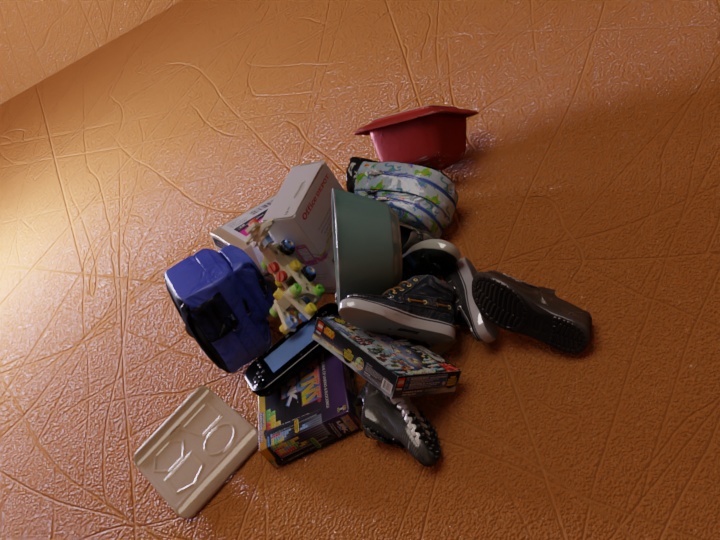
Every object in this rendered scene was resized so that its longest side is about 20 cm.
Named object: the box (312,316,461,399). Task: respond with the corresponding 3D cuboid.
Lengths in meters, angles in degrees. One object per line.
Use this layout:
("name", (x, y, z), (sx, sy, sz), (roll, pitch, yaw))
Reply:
("box", (0.038, 0.127, 1.413), (0.199, 0.136, 0.040), (32, 112, 43))

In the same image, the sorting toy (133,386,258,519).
("sorting toy", (-0.279, 0.310, 1.593), (0.185, 0.037, 0.199), (-46, 42, -14))

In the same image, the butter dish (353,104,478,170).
("butter dish", (0.118, -0.231, 1.789), (0.197, 0.150, 0.199), (-10, 1, 32))

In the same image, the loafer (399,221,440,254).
("loafer", (0.070, -0.050, 1.604), (0.198, 0.063, 0.073), (28, 95, 13))

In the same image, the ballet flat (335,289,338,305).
("ballet flat", (0.000, 0.000, 1.673), (0.071, 0.072, 0.204), (3, 78, 40))

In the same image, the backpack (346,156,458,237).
("backpack", (0.083, -0.128, 1.698), (0.197, 0.164, 0.156), (-4, 53, 26))

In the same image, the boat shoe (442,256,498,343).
("boat shoe", (0.167, 0.055, 1.487), (0.066, 0.070, 0.201), (-33, 35, 16))

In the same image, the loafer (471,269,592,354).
("loafer", (0.256, 0.057, 1.383), (0.198, 0.074, 0.071), (30, 36, 22))

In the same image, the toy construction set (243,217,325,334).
("toy construction set", (-0.136, 0.004, 1.599), (0.092, 0.202, 0.131), (-29, -3, 31))

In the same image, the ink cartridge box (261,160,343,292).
("ink cartridge box", (-0.076, -0.079, 1.715), (0.084, 0.201, 0.146), (-3, 46, 36))

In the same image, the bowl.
("bowl", (0.010, -0.032, 1.485), (0.103, 0.203, 0.202), (-3, 39, -4))

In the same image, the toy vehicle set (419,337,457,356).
("toy vehicle set", (0.059, 0.106, 1.548), (0.124, 0.027, 0.200), (-41, 36, -8))

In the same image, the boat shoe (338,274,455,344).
("boat shoe", (0.057, 0.048, 1.423), (0.071, 0.198, 0.092), (-34, 46, 55))

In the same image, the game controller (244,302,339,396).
("game controller", (-0.107, 0.130, 1.549), (0.199, 0.042, 0.104), (-38, 35, -7))

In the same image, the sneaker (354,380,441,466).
("sneaker", (0.050, 0.232, 1.388), (0.091, 0.066, 0.201), (-47, 43, 11))

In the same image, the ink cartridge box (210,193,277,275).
("ink cartridge box", (-0.177, -0.076, 1.859), (0.199, 0.076, 0.164), (-33, 28, -21))

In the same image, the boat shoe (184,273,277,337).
("boat shoe", (-0.255, 0.065, 1.822), (0.198, 0.072, 0.076), (-26, 27, -5))

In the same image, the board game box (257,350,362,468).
("board game box", (-0.088, 0.206, 1.532), (0.164, 0.057, 0.201), (-27, 37, 13))

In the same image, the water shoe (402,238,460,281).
("water shoe", (0.087, 0.011, 1.549), (0.199, 0.071, 0.080), (-22, 47, 44))

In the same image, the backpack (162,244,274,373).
("backpack", (-0.236, 0.074, 1.679), (0.166, 0.202, 0.163), (-28, 30, -6))
